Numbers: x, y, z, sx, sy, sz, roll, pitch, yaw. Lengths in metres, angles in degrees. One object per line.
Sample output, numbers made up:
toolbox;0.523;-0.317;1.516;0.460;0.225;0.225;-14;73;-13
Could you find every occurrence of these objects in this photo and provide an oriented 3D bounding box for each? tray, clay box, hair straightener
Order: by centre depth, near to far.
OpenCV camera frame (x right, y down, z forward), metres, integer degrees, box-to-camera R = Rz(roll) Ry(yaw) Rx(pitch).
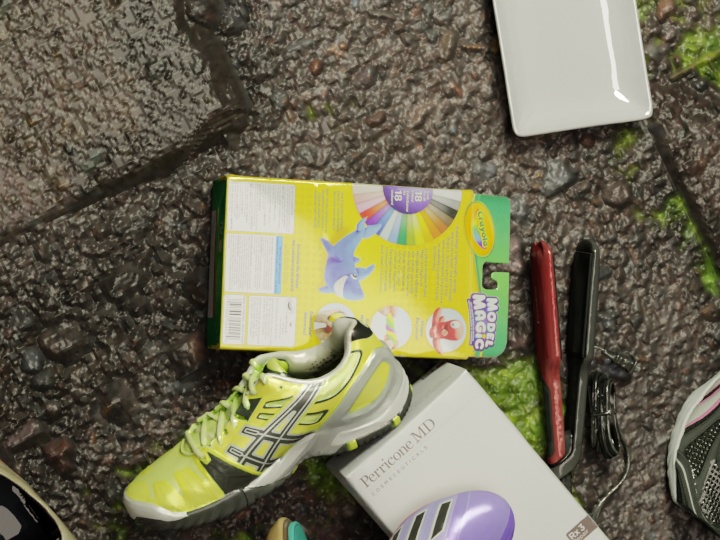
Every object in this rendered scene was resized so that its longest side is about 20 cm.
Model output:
clay box;0.000;0.000;1.384;0.199;0.048;0.115;4;87;-17
hair straightener;0.162;0.077;1.431;0.077;0.041;0.201;-5;89;-16
tray;0.138;-0.197;1.446;0.107;0.022;0.201;-9;90;-16

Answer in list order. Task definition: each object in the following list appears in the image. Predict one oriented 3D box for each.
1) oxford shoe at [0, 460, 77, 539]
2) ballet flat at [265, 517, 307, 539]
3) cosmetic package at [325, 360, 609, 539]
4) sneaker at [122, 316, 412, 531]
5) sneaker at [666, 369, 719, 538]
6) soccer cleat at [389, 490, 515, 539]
oxford shoe;-0.196;0.199;1.304;0.070;0.075;0.200;-45;101;-16
ballet flat;-0.048;0.264;1.354;0.063;0.069;0.201;-14;89;13
cosmetic package;0.084;0.170;1.379;0.113;0.081;0.200;-43;100;-6
sneaker;-0.068;0.095;1.331;0.200;0.075;0.077;-30;119;-9
sneaker;0.281;0.089;1.441;0.080;0.086;0.201;24;82;-12
soccer cleat;0.015;0.205;1.289;0.200;0.076;0.067;-28;98;-8
